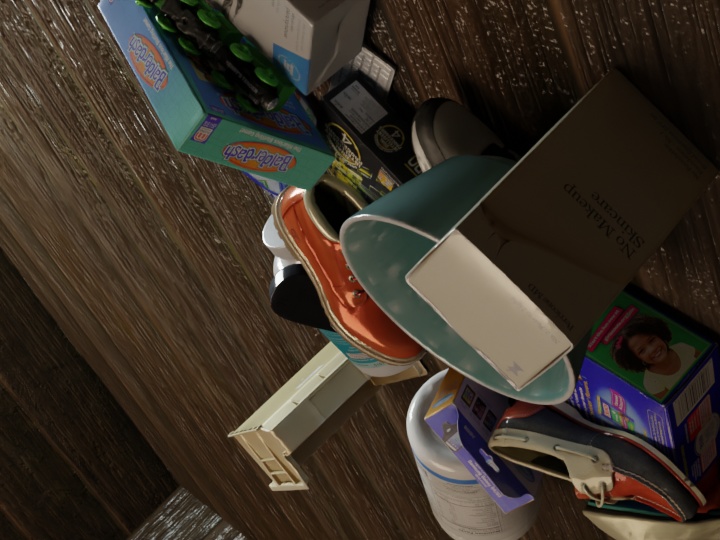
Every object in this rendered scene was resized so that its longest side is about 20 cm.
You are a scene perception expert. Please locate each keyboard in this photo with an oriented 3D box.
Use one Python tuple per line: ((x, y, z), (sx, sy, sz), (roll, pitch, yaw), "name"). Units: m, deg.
((-0.004, -0.151, 1.279), (0.056, 0.011, 0.200), (43, 162, 8), "keyboard")

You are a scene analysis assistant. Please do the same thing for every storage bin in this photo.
((-0.041, 0.163, 1.733), (0.094, 0.200, 0.199), (49, 162, -5), "storage bin")

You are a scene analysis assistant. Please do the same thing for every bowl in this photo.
((0.094, -0.007, 1.030), (0.201, 0.105, 0.201), (33, 161, 13), "bowl")

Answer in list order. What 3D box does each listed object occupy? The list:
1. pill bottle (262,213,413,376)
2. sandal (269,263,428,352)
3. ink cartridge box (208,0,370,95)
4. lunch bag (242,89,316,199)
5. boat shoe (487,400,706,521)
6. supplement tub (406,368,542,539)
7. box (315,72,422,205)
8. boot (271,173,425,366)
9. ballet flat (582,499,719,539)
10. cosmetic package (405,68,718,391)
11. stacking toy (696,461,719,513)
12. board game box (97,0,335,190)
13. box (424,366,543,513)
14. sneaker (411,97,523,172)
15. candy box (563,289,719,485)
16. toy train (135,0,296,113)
((-0.012, 0.011, 1.442), (0.111, 0.111, 0.200), (22, 160, 51), "pill bottle")
((0.008, 0.047, 1.375), (0.043, 0.200, 0.076), (-104, 30, -51), "sandal")
((-0.085, -0.248, 1.143), (0.200, 0.067, 0.116), (45, 162, 12), "ink cartridge box")
((-0.122, -0.156, 1.429), (0.200, 0.076, 0.160), (42, 164, 15), "lunch bag")
((0.193, 0.162, 1.191), (0.200, 0.063, 0.071), (26, 156, 42), "boat shoe")
((0.127, 0.204, 1.558), (0.132, 0.132, 0.200), (35, 160, 30), "supplement tub")
((0.039, -0.060, 1.269), (0.200, 0.049, 0.161), (47, 163, 10), "box")
((0.000, 0.000, 1.293), (0.200, 0.075, 0.107), (52, 158, -4), "boot")
((0.287, 0.228, 1.217), (0.200, 0.070, 0.069), (-3, 138, 24), "ballet flat")
((0.132, -0.030, 0.916), (0.104, 0.200, 0.073), (44, 142, 1), "cosmetic package")
((0.304, 0.227, 1.310), (0.085, 0.085, 0.200), (28, 151, 43), "stacking toy")
((-0.125, -0.163, 1.241), (0.152, 0.045, 0.200), (16, -147, -45), "board game box")
((0.127, 0.131, 1.328), (0.041, 0.200, 0.119), (-33, 102, 33), "box")
((0.124, -0.064, 1.116), (0.200, 0.074, 0.080), (45, 148, -10), "sneaker")
((0.205, 0.082, 1.213), (0.200, 0.077, 0.169), (32, 159, 33), "candy box")
((-0.131, -0.203, 1.193), (0.200, 0.042, 0.056), (46, -157, 14), "toy train")
